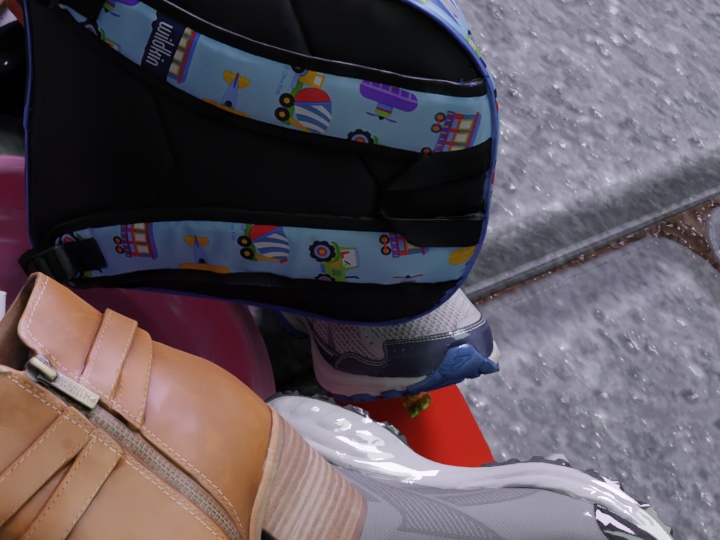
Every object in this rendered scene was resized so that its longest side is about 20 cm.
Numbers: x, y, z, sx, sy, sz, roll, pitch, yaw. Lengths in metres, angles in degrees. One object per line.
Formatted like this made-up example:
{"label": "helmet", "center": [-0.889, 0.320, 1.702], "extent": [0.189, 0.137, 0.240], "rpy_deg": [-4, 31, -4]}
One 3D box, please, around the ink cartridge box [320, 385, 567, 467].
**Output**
{"label": "ink cartridge box", "center": [0.033, 0.128, 0.884], "extent": [0.200, 0.043, 0.175], "rpy_deg": [-31, 94, -51]}

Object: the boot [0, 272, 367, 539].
{"label": "boot", "center": [-0.091, 0.109, 0.677], "extent": [0.154, 0.074, 0.201], "rpy_deg": [38, 44, -18]}

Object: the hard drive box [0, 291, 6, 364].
{"label": "hard drive box", "center": [-0.206, 0.100, 0.684], "extent": [0.155, 0.077, 0.202], "rpy_deg": [10, 62, -32]}

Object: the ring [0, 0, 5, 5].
{"label": "ring", "center": [-0.255, -0.174, 0.975], "extent": [0.198, 0.019, 0.202], "rpy_deg": [9, 46, -9]}

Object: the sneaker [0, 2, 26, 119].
{"label": "sneaker", "center": [-0.107, -0.077, 0.996], "extent": [0.198, 0.072, 0.083], "rpy_deg": [15, 38, -13]}

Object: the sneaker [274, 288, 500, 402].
{"label": "sneaker", "center": [0.000, 0.000, 0.921], "extent": [0.076, 0.086, 0.200], "rpy_deg": [-15, 20, -20]}

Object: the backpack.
{"label": "backpack", "center": [-0.034, -0.074, 0.838], "extent": [0.198, 0.184, 0.135], "rpy_deg": [11, 34, 10]}

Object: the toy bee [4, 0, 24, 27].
{"label": "toy bee", "center": [-0.079, -0.174, 0.979], "extent": [0.130, 0.109, 0.200], "rpy_deg": [32, 37, 14]}

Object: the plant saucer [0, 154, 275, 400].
{"label": "plant saucer", "center": [-0.134, 0.040, 0.869], "extent": [0.199, 0.051, 0.202], "rpy_deg": [22, 41, -21]}

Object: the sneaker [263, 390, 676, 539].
{"label": "sneaker", "center": [0.034, 0.113, 0.784], "extent": [0.198, 0.074, 0.080], "rpy_deg": [12, 46, 18]}
